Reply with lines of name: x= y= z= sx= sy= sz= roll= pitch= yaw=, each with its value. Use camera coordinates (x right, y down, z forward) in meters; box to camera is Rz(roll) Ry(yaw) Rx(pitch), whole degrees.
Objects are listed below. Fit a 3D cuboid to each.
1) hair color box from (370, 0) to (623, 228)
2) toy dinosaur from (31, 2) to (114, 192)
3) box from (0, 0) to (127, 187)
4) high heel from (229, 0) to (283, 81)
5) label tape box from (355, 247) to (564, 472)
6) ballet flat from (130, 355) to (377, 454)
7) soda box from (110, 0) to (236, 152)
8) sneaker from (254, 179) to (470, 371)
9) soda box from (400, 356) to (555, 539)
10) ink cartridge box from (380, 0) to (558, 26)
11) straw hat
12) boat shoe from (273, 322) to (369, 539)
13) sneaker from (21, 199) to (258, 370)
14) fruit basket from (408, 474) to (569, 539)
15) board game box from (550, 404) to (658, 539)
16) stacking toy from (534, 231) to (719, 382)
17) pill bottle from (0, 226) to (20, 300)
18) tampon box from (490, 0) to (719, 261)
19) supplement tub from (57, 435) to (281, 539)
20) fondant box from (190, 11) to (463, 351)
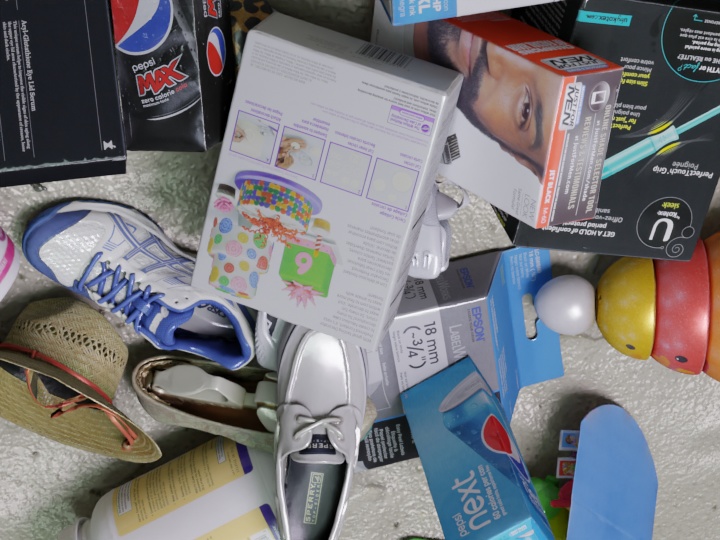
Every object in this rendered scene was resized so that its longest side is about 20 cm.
hair color box: x=0.086 y=-0.120 z=1.238 sx=0.064 sy=0.200 sz=0.112 roll=-12 pitch=120 yaw=-38
toy dinosaur: x=-0.232 y=-0.113 z=1.251 sx=0.200 sy=0.047 sz=0.088 roll=-41 pitch=130 yaw=-20
box: x=-0.235 y=-0.159 z=1.168 sx=0.140 sy=0.079 sz=0.202 roll=-7 pitch=86 yaw=-6
high heel: x=-0.102 y=-0.102 z=1.289 sx=0.142 sy=0.071 sz=0.201 roll=27 pitch=99 yaw=-28
label tape box: x=0.073 y=0.070 z=1.436 sx=0.198 sy=0.063 sz=0.145 roll=-13 pitch=123 yaw=-4
ballet flat: x=-0.088 y=0.103 z=1.367 sx=0.198 sy=0.068 sz=0.062 roll=5 pitch=158 yaw=17
soda box: x=-0.129 y=-0.185 z=1.201 sx=0.063 sy=0.071 sz=0.202 roll=1 pitch=107 yaw=18
sneaker: x=0.000 y=0.000 z=1.334 sx=0.114 sy=0.075 sz=0.201 roll=25 pitch=97 yaw=6
soda box: x=0.090 y=0.157 z=1.334 sx=0.068 sy=0.200 sz=0.064 roll=-29 pitch=124 yaw=8
ink cartridge box: x=0.101 y=-0.246 z=1.206 sx=0.198 sy=0.145 sz=0.084 roll=-9 pitch=123 yaw=-7
straw hat: x=-0.228 y=0.068 z=1.352 sx=0.201 sy=0.201 sz=0.086 roll=34 pitch=67 yaw=-27
boat shoe: x=-0.033 y=0.125 z=1.306 sx=0.071 sy=0.066 sz=0.202 roll=8 pitch=104 yaw=-6
sneaker: x=-0.161 y=0.012 z=1.337 sx=0.199 sy=0.088 sz=0.076 roll=20 pitch=116 yaw=-21
fruit basket: x=0.137 y=0.288 z=1.542 sx=0.214 sy=0.156 sz=0.216 roll=-3 pitch=138 yaw=-3
board game box: x=0.200 y=0.217 z=1.506 sx=0.039 sy=0.201 sz=0.158 roll=-3 pitch=157 yaw=34
stacking toy: x=0.241 y=0.030 z=1.426 sx=0.198 sy=0.146 sz=0.147 roll=0 pitch=122 yaw=5
pill bottle: x=-0.341 y=-0.050 z=1.245 sx=0.113 sy=0.114 sz=0.200 roll=-30 pitch=122 yaw=6
tampon box: x=0.187 y=-0.127 z=1.306 sx=0.149 sy=0.127 sz=0.201 roll=5 pitch=119 yaw=-16
supplement tub: x=-0.130 y=0.223 z=1.434 sx=0.199 sy=0.146 sz=0.146 roll=-27 pitch=122 yaw=5
fondant box: x=-0.025 y=-0.061 z=1.229 sx=0.143 sy=0.058 sz=0.201 roll=19 pitch=114 yaw=8
